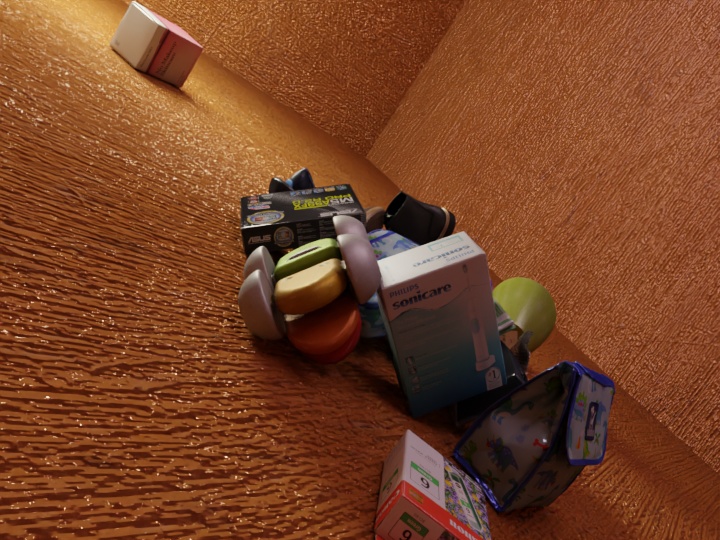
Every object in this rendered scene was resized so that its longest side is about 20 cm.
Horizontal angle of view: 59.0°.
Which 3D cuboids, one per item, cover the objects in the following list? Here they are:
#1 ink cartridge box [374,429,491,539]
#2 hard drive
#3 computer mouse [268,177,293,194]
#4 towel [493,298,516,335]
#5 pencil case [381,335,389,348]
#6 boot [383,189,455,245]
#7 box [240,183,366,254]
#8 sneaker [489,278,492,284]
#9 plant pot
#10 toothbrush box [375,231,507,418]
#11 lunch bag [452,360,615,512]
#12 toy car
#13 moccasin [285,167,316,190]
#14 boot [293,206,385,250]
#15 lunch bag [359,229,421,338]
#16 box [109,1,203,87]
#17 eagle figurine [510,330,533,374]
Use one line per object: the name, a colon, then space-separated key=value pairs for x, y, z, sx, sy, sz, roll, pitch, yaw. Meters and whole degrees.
ink cartridge box: x=0.070 y=0.240 z=0.596 sx=0.108 sy=0.051 sz=0.200 roll=37 pitch=12 yaw=-1
hard drive: x=0.186 y=0.164 z=0.995 sx=0.200 sy=0.131 sz=0.043 roll=-82 pitch=148 yaw=-78
computer mouse: x=-0.115 y=-0.097 z=1.243 sx=0.199 sy=0.053 sz=0.139 roll=44 pitch=-12 yaw=6
towel: x=0.168 y=0.074 z=1.126 sx=0.201 sy=0.149 sz=0.024 roll=-121 pitch=-174 yaw=-58
pencil case: x=0.059 y=0.078 z=1.059 sx=0.086 sy=0.089 sz=0.200 roll=25 pitch=16 yaw=-41
boot: x=0.074 y=-0.045 z=1.190 sx=0.136 sy=0.204 sz=0.077 roll=21 pitch=12 yaw=-34
box: x=-0.097 y=-0.088 z=1.037 sx=0.193 sy=0.046 sz=0.161 roll=-8 pitch=24 yaw=-7
sneaker: x=0.147 y=0.033 z=1.109 sx=0.195 sy=0.083 sz=0.089 roll=9 pitch=36 yaw=30
plant pot: x=0.386 y=0.140 z=1.592 sx=0.186 sy=0.190 sz=0.199 roll=38 pitch=28 yaw=9
toothbrush box: x=0.105 y=0.073 z=0.857 sx=0.086 sy=0.142 sz=0.205 roll=-118 pitch=-169 yaw=-64
lunch bag: x=0.249 y=0.212 z=0.844 sx=0.168 sy=0.202 sz=0.127 roll=21 pitch=18 yaw=-51
toy car: x=-0.053 y=0.035 z=0.802 sx=0.201 sy=0.170 sz=0.154 roll=-109 pitch=177 yaw=-69
moccasin: x=-0.083 y=-0.132 z=1.335 sx=0.080 sy=0.068 sz=0.201 roll=38 pitch=-10 yaw=37
boot: x=-0.061 y=-0.087 z=1.135 sx=0.163 sy=0.074 sz=0.199 roll=24 pitch=37 yaw=24
lunch bag: x=0.023 y=0.014 z=0.994 sx=0.197 sy=0.085 sz=0.159 roll=-24 pitch=42 yaw=-39
box: x=-0.526 y=-0.582 z=1.655 sx=0.108 sy=0.129 sz=0.199 roll=40 pitch=14 yaw=14
eagle figurine: x=0.248 y=0.190 z=1.107 sx=0.148 sy=0.153 sz=0.202 roll=14 pitch=32 yaw=-24
